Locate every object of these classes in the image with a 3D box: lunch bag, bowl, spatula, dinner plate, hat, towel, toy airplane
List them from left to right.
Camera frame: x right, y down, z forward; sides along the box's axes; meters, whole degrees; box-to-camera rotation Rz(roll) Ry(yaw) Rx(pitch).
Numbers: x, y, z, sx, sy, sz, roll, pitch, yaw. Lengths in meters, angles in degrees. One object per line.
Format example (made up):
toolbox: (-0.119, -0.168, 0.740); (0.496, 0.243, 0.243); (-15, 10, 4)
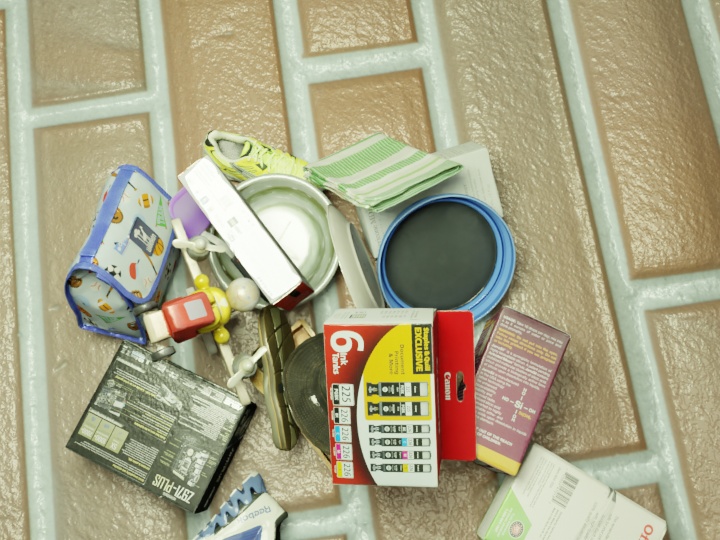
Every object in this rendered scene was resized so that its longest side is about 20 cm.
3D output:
lunch bag: (-0.319, -0.020, 1.043); (0.123, 0.200, 0.171); (11, 58, 2)
toy airplane: (-0.193, 0.053, 1.013); (0.140, 0.201, 0.200); (-23, 41, 6)
spatula: (-0.190, -0.029, 1.073); (0.200, 0.021, 0.057); (47, 48, -11)
dinner plate: (0.000, 0.000, 1.054); (0.024, 0.200, 0.201); (-22, 77, 7)
hat: (0.000, 0.151, 1.039); (0.199, 0.081, 0.202); (14, 57, -23)
towel: (0.023, -0.141, 1.069); (0.152, 0.200, 0.024); (-27, 122, -21)
bowl: (0.118, -0.013, 1.091); (0.199, 0.039, 0.202); (-3, 109, -9)

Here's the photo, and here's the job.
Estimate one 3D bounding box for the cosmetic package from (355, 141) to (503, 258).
cosmetic package: (0.093, -0.104, 1.120); (0.199, 0.081, 0.114); (-20, 108, -5)

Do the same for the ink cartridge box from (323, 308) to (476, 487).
ink cartridge box: (0.052, 0.151, 0.932); (0.174, 0.084, 0.202); (-2, 99, 10)

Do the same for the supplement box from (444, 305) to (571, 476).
supplement box: (0.192, 0.166, 1.051); (0.103, 0.131, 0.201); (24, 79, 6)

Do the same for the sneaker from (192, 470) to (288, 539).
sneaker: (-0.166, 0.382, 1.028); (0.115, 0.081, 0.200); (38, 78, 11)

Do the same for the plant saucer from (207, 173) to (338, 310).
plant saucer: (-0.124, -0.040, 1.135); (0.198, 0.050, 0.202); (0, 85, 1)

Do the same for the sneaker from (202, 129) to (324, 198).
sneaker: (-0.146, -0.155, 1.155); (0.198, 0.076, 0.076); (15, 76, 3)

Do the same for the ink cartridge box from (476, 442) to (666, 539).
ink cartridge box: (0.279, 0.346, 1.031); (0.199, 0.084, 0.146); (31, 79, 7)

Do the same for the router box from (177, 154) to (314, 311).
router box: (-0.145, -0.042, 1.021); (0.049, 0.180, 0.200); (-37, 84, -2)

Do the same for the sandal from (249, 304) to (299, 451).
sandal: (-0.124, 0.147, 1.057); (0.054, 0.080, 0.202); (-10, 80, 20)

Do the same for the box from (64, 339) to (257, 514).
box: (-0.269, 0.215, 1.064); (0.199, 0.086, 0.165); (24, 78, 6)

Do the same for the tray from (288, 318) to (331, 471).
tray: (-0.060, 0.179, 1.098); (0.098, 0.037, 0.200); (-37, 80, -8)
